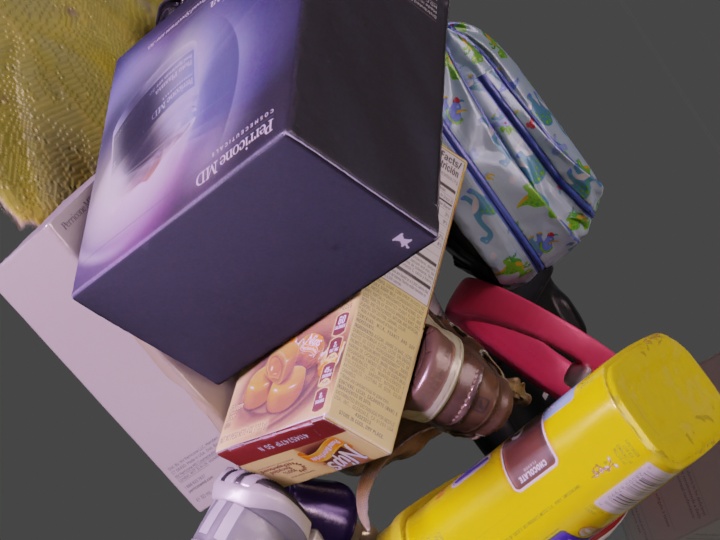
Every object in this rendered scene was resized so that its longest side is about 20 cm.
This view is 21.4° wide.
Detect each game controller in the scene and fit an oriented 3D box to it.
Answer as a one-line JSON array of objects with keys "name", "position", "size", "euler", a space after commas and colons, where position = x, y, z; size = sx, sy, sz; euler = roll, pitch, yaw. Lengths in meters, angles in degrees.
[{"name": "game controller", "position": [0.119, 0.066, 1.463], "size": [0.105, 0.042, 0.200], "euler": [60, 36, -18]}]

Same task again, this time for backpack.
[{"name": "backpack", "position": [0.073, -0.084, 1.304], "size": [0.163, 0.152, 0.202], "euler": [87, -18, -84]}]

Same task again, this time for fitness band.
[{"name": "fitness band", "position": [0.142, 0.068, 1.341], "size": [0.200, 0.143, 0.038], "euler": [38, 81, -41]}]

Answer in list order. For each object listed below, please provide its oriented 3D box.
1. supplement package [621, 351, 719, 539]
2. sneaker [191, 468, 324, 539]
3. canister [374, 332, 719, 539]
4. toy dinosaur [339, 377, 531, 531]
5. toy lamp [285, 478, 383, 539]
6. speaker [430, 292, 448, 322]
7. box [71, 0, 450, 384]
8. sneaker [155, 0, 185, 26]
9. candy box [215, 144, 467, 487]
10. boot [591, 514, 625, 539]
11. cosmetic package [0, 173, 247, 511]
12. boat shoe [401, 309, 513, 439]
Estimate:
[{"name": "supplement package", "position": [0.297, 0.132, 1.462], "size": [0.117, 0.199, 0.118], "euler": [8, 57, -48]}, {"name": "sneaker", "position": [-0.048, 0.222, 1.149], "size": [0.200, 0.075, 0.116], "euler": [50, 60, -28]}, {"name": "canister", "position": [0.120, 0.133, 1.181], "size": [0.087, 0.200, 0.148], "euler": [54, 28, 9]}, {"name": "toy dinosaur", "position": [0.028, 0.100, 1.215], "size": [0.199, 0.100, 0.059], "euler": [-29, 104, -46]}, {"name": "toy lamp", "position": [0.018, 0.184, 1.246], "size": [0.199, 0.058, 0.059], "euler": [30, 44, -33]}, {"name": "speaker", "position": [0.000, 0.000, 1.306], "size": [0.201, 0.081, 0.081], "euler": [62, 36, -12]}, {"name": "box", "position": [-0.056, -0.076, 1.116], "size": [0.123, 0.199, 0.200], "euler": [31, 43, -30]}, {"name": "sneaker", "position": [-0.079, -0.110, 1.350], "size": [0.112, 0.073, 0.201], "euler": [-27, 77, -48]}, {"name": "candy box", "position": [-0.011, 0.021, 1.135], "size": [0.055, 0.115, 0.202], "euler": [31, 58, -27]}, {"name": "boot", "position": [0.169, 0.151, 1.360], "size": [0.199, 0.144, 0.073], "euler": [-7, 67, -51]}, {"name": "cosmetic package", "position": [-0.123, 0.038, 1.185], "size": [0.200, 0.073, 0.104], "euler": [49, 38, -11]}, {"name": "boat shoe", "position": [0.044, 0.065, 1.179], "size": [0.074, 0.075, 0.202], "euler": [25, 6, -13]}]
